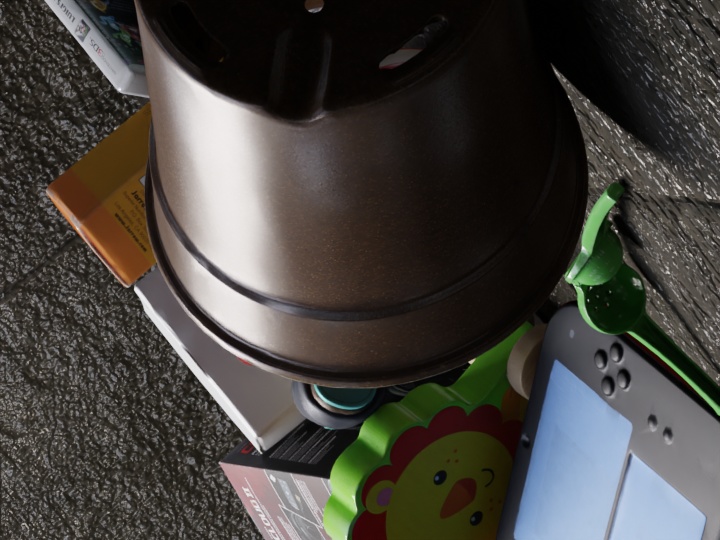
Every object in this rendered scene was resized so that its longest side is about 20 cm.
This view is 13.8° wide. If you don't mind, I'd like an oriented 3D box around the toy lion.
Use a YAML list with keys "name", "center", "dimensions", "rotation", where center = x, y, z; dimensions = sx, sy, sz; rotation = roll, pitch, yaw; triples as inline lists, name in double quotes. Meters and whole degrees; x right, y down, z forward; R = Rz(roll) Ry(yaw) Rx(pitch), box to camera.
- name: "toy lion"
  center: [0.075, 0.126, 1.740]
  dimensions: [0.200, 0.192, 0.069]
  rotation: [41, 175, -42]

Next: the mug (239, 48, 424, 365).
- name: "mug"
  center: [0.012, -0.026, 1.577]
  dimensions: [0.133, 0.178, 0.200]
  rotation: [17, 171, -4]

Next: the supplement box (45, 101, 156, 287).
- name: "supplement box"
  center: [-0.099, -0.084, 1.889]
  dimensions: [0.069, 0.200, 0.067]
  rotation: [50, 176, -34]

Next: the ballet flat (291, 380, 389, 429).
- name: "ballet flat"
  center: [0.000, 0.000, 1.717]
  dimensions: [0.073, 0.201, 0.073]
  rotation: [12, 159, 5]

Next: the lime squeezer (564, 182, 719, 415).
- name: "lime squeezer"
  center: [0.129, 0.009, 1.473]
  dimensions: [0.071, 0.038, 0.200]
  rotation: [46, 172, 41]

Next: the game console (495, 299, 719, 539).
- name: "game console"
  center: [0.142, 0.134, 1.634]
  dimensions: [0.177, 0.031, 0.201]
  rotation: [46, 133, 49]

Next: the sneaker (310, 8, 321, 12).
- name: "sneaker"
  center: [-0.069, -0.193, 1.648]
  dimensions: [0.112, 0.077, 0.200]
  rotation: [58, 172, 12]

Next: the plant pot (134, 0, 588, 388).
- name: "plant pot"
  center: [-0.007, -0.081, 1.236]
  dimensions: [0.200, 0.200, 0.198]
  rotation: [48, 167, 23]

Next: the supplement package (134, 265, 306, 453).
- name: "supplement package"
  center: [-0.023, 0.000, 1.817]
  dimensions: [0.121, 0.200, 0.120]
  rotation: [51, 175, 6]

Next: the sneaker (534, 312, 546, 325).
- name: "sneaker"
  center: [0.074, 0.044, 1.956]
  dimensions: [0.200, 0.081, 0.074]
  rotation: [50, 175, 13]

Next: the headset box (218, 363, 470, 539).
- name: "headset box"
  center: [0.019, 0.109, 1.868]
  dimensions: [0.200, 0.149, 0.077]
  rotation: [5, 130, 54]

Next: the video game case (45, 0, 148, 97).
- name: "video game case"
  center: [-0.133, -0.169, 1.998]
  dimensions: [0.199, 0.023, 0.182]
  rotation: [7, -145, -49]
